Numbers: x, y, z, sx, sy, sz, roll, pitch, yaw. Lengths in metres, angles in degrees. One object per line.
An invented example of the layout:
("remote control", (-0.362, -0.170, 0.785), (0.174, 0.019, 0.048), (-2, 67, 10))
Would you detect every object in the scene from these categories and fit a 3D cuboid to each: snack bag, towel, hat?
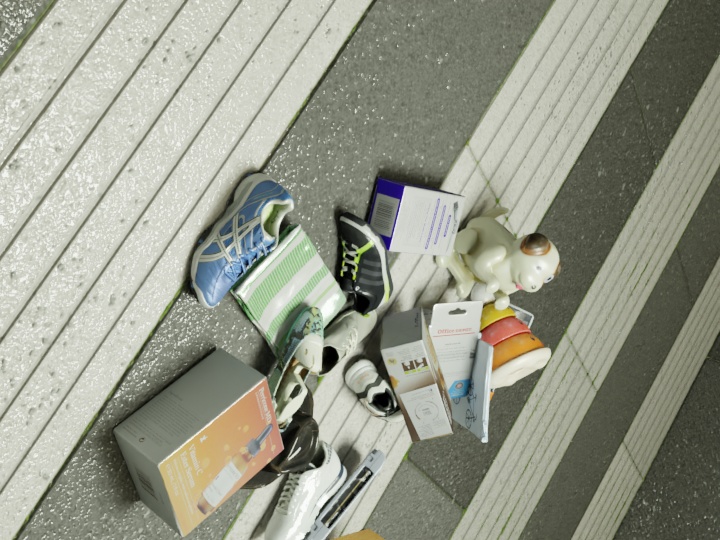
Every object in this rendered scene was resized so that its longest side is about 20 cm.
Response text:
("snack bag", (0.215, 0.211, 1.829), (0.021, 0.200, 0.193), (2, 95, -14))
("towel", (-0.104, 0.039, 1.444), (0.153, 0.023, 0.201), (-49, 138, -17))
("hat", (-0.120, 0.280, 1.524), (0.199, 0.080, 0.204), (-30, 132, -40))

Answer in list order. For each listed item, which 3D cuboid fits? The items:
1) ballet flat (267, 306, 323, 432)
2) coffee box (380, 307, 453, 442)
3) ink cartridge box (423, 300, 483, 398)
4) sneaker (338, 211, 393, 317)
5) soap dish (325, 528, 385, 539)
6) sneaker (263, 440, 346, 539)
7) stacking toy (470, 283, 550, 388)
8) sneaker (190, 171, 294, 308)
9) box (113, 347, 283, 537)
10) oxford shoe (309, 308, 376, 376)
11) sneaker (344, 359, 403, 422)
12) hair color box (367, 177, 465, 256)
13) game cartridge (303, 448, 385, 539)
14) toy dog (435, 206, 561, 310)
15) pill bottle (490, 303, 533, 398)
("ballet flat", (-0.095, 0.156, 1.450), (0.074, 0.074, 0.203), (24, 91, -55))
("coffee box", (0.100, 0.185, 1.679), (0.115, 0.078, 0.203), (-82, 155, -63))
("ink cartridge box", (0.154, 0.139, 1.788), (0.114, 0.067, 0.204), (-3, 113, -26))
("sneaker", (0.000, 0.000, 1.532), (0.083, 0.071, 0.202), (-43, 135, -23))
("soap dish", (-0.052, 0.553, 1.712), (0.156, 0.082, 0.201), (2, 135, -52))
("sneaker", (-0.106, 0.384, 1.621), (0.201, 0.075, 0.081), (-52, 134, -30))
("stacking toy", (0.269, 0.115, 1.854), (0.144, 0.203, 0.146), (-22, 162, -8))
("sneaker", (-0.163, -0.038, 1.295), (0.202, 0.076, 0.076), (-62, 146, -4))
("box", (-0.223, 0.239, 1.342), (0.199, 0.105, 0.154), (-38, 136, -31))
("oxford shoe", (-0.033, 0.120, 1.573), (0.199, 0.057, 0.077), (-28, 127, -45))
("sneaker", (0.039, 0.236, 1.701), (0.074, 0.080, 0.200), (-42, 141, 2))
("hair color box", (0.094, -0.088, 1.613), (0.198, 0.064, 0.111), (4, 103, -53))
("game cartridge", (-0.031, 0.411, 1.701), (0.200, 0.040, 0.133), (-48, 176, -18))
("toy dog", (0.274, -0.020, 1.761), (0.195, 0.198, 0.141), (-51, 134, -26))
("pill bottle", (0.273, 0.164, 1.956), (0.106, 0.105, 0.203), (21, 92, -55))
